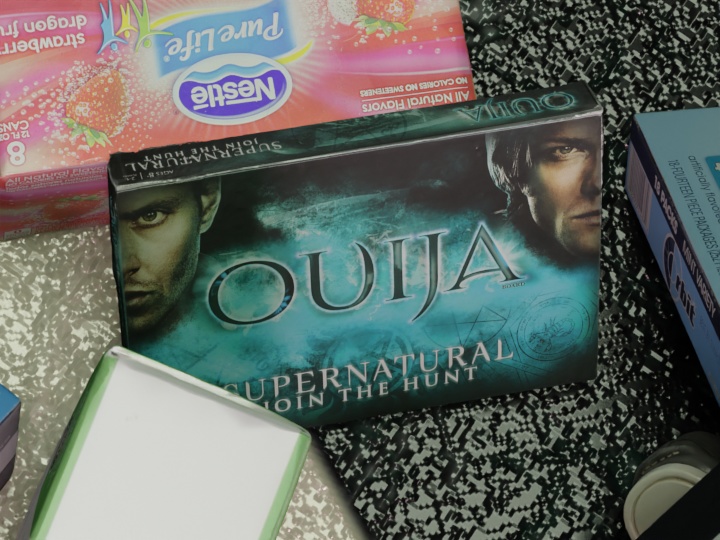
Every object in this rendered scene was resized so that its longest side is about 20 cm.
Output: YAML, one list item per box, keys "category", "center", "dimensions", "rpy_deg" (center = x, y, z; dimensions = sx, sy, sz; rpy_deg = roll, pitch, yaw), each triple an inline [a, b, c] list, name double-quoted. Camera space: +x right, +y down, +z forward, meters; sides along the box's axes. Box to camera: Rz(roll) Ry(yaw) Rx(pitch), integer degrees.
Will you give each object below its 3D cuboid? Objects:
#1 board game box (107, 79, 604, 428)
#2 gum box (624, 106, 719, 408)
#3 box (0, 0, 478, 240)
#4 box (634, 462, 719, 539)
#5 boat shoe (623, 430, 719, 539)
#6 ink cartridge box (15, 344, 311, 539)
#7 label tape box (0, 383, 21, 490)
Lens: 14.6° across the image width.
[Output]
- category: "board game box"
  center: [0.000, 0.000, 1.139]
  dimensions: [0.199, 0.136, 0.028]
  rpy_deg: [-10, 36, -10]
- category: "gum box"
  center: [0.228, -0.008, 1.166]
  dimensions: [0.199, 0.045, 0.170]
  rpy_deg: [-6, 39, -10]
- category: "box"
  center: [-0.061, -0.084, 1.164]
  dimensions: [0.199, 0.095, 0.103]
  rpy_deg: [-7, 77, -10]
- category: "box"
  center: [0.202, 0.172, 1.006]
  dimensions: [0.123, 0.200, 0.199]
  rpy_deg: [-41, 101, -9]
- category: "boat shoe"
  center: [0.193, 0.143, 1.157]
  dimensions: [0.200, 0.067, 0.057]
  rpy_deg: [45, 34, 1]
- category: "ink cartridge box"
  center: [-0.094, 0.127, 1.049]
  dimensions: [0.084, 0.200, 0.147]
  rpy_deg: [22, 74, -5]
- category: "label tape box"
  center: [-0.200, 0.036, 1.056]
  dimensions: [0.144, 0.200, 0.063]
  rpy_deg: [38, 73, 3]
